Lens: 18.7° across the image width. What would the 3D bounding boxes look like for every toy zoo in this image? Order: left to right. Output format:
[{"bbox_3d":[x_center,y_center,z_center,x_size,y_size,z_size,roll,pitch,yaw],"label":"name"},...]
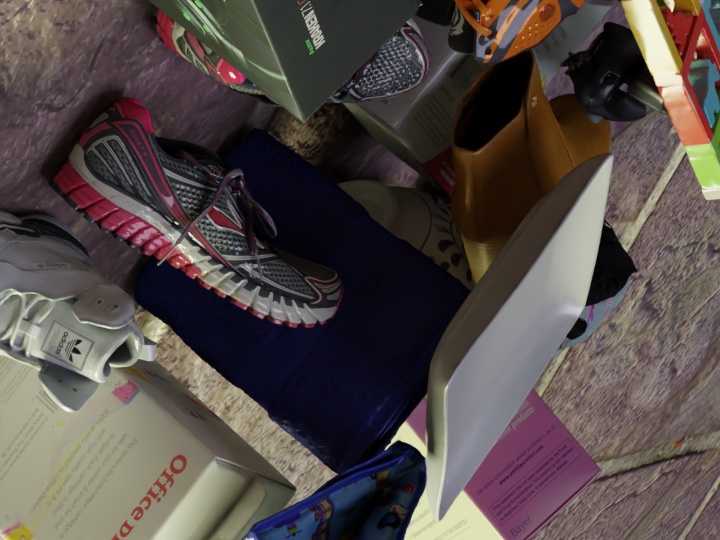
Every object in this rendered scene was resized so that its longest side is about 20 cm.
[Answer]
[{"bbox_3d":[0.211,-0.162,1.390,0.200,0.020,0.131,59,39,-37],"label":"toy zoo"}]

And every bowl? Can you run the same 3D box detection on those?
[{"bbox_3d":[0.000,0.000,1.498,0.201,0.201,0.094,-39,127,-22],"label":"bowl"}]

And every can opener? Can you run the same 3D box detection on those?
[{"bbox_3d":[0.180,-0.123,1.483,0.063,0.079,0.200,-44,174,7],"label":"can opener"}]

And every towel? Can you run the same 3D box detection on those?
[{"bbox_3d":[-0.035,0.020,1.418,0.148,0.200,0.050,-53,167,7],"label":"towel"}]

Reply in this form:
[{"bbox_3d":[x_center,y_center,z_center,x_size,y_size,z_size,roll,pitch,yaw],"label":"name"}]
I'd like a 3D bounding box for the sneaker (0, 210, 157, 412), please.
[{"bbox_3d":[-0.202,0.020,1.240,0.200,0.115,0.075,0,124,-58],"label":"sneaker"}]

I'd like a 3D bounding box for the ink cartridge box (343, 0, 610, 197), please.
[{"bbox_3d":[0.079,-0.168,1.478,0.200,0.083,0.146,-50,154,-2],"label":"ink cartridge box"}]

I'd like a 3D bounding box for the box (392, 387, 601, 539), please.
[{"bbox_3d":[0.055,0.120,1.623,0.097,0.200,0.176,-39,176,-23],"label":"box"}]

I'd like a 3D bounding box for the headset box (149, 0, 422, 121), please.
[{"bbox_3d":[-0.073,-0.190,1.078,0.093,0.200,0.174,-45,153,-11],"label":"headset box"}]

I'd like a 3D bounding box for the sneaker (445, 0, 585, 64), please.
[{"bbox_3d":[0.061,-0.179,1.291,0.200,0.078,0.112,7,125,-29],"label":"sneaker"}]

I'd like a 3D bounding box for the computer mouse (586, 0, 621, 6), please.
[{"bbox_3d":[0.169,-0.209,1.431,0.200,0.044,0.110,-14,131,-43],"label":"computer mouse"}]

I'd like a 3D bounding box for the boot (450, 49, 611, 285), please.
[{"bbox_3d":[0.116,-0.096,1.450,0.144,0.071,0.201,82,30,-44],"label":"boot"}]

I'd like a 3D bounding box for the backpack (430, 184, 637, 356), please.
[{"bbox_3d":[0.124,0.001,1.716,0.127,0.167,0.200,-42,164,30],"label":"backpack"}]

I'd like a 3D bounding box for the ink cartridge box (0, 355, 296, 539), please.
[{"bbox_3d":[-0.150,0.133,1.371,0.129,0.200,0.125,-52,154,3],"label":"ink cartridge box"}]

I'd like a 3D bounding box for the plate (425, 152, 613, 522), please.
[{"bbox_3d":[0.093,0.040,1.396,0.200,0.032,0.200,-52,162,-26],"label":"plate"}]

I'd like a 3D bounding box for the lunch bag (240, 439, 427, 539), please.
[{"bbox_3d":[-0.030,0.194,1.353,0.151,0.094,0.200,-53,174,29],"label":"lunch bag"}]

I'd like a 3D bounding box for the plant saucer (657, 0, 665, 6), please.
[{"bbox_3d":[0.247,-0.279,1.578,0.200,0.048,0.200,-61,172,-56],"label":"plant saucer"}]

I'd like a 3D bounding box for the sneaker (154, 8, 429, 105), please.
[{"bbox_3d":[-0.032,-0.127,1.314,0.200,0.075,0.081,2,123,-45],"label":"sneaker"}]

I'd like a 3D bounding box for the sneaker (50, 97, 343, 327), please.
[{"bbox_3d":[-0.087,-0.029,1.323,0.200,0.081,0.075,31,94,-30],"label":"sneaker"}]
